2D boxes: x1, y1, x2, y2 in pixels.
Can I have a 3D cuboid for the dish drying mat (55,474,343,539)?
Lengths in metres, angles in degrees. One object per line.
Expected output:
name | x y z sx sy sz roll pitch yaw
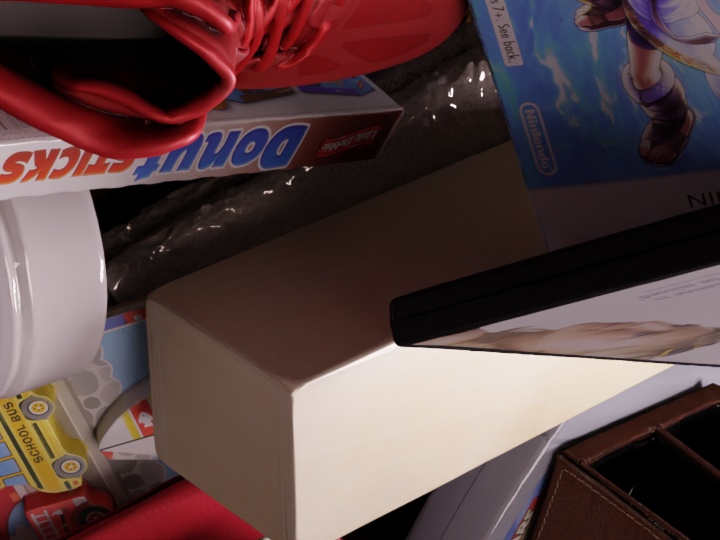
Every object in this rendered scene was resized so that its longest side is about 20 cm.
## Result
dish drying mat | -0.106 0.122 0.879 0.200 0.018 0.077 -28 135 14

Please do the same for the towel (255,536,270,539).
towel | -0.074 0.163 0.910 0.200 0.023 0.152 -29 146 19

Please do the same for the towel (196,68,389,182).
towel | 0.021 -0.011 0.936 0.200 0.024 0.147 26 101 -44

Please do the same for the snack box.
snack box | -0.070 -0.057 0.759 0.200 0.072 0.024 -9 136 -55

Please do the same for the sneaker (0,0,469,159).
sneaker | -0.037 -0.061 0.676 0.200 0.116 0.079 -2 123 -32

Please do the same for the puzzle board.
puzzle board | -0.094 0.096 0.880 0.150 0.017 0.200 -16 133 7

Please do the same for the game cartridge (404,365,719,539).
game cartridge | 0.069 0.108 1.021 0.133 0.042 0.200 -1 122 -58

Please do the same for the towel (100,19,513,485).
towel | 0.000 0.000 0.888 0.200 0.034 0.133 -32 133 -16

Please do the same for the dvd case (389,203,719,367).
dvd case | 0.126 0.007 0.771 0.200 0.142 0.018 5 74 -46

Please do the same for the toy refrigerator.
toy refrigerator | 0.032 0.017 0.835 0.200 0.076 0.070 -24 127 -35

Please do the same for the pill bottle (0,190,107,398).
pill bottle | -0.183 0.011 0.733 0.200 0.114 0.115 -16 127 -28

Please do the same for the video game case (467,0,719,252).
video game case | 0.116 -0.102 0.707 0.181 0.045 0.200 -7 123 21

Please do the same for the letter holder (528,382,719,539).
letter holder | 0.132 0.174 1.000 0.100 0.142 0.200 -19 135 -43
